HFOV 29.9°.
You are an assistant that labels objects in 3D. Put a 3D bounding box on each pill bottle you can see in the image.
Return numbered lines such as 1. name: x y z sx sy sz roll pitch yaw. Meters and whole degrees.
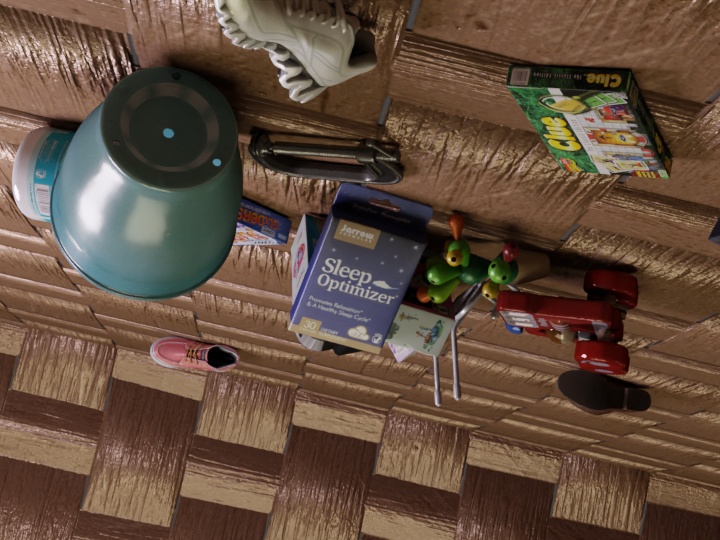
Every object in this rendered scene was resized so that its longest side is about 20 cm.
1. pill bottle: -0.296 -0.101 1.575 0.197 0.112 0.111 10 168 15

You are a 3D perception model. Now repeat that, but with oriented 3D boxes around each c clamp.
1. c clamp: -0.039 -0.123 1.432 0.198 0.027 0.170 5 171 27

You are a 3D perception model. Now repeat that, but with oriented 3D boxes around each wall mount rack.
1. wall mount rack: 0.142 0.092 1.850 0.074 0.174 0.200 37 167 -1

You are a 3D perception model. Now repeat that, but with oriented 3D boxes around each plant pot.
1. plant pot: -0.204 -0.100 1.343 0.197 0.202 0.188 15 152 -10

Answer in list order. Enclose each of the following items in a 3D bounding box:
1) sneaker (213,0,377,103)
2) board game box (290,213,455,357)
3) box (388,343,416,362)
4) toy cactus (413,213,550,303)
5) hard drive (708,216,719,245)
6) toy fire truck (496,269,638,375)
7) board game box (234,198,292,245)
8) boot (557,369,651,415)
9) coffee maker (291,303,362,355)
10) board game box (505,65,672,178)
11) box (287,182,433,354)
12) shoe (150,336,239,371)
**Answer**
1. sneaker: -0.050 -0.196 1.026 0.080 0.076 0.200 -8 163 21
2. board game box: 0.013 0.017 1.710 0.197 0.065 0.148 15 -148 -14
3. box: 0.079 0.088 1.885 0.041 0.039 0.200 -26 173 -14
4. toy cactus: 0.150 -0.011 1.632 0.163 0.104 0.200 -3 172 -24
5. hard drive: 0.455 -0.026 1.308 0.198 0.043 0.135 17 167 -18
6. toy fire truck: 0.261 0.061 1.701 0.166 0.114 0.200 8 171 14
7. board game box: -0.205 -0.070 1.803 0.135 0.035 0.199 23 164 -40
8. boot: 0.412 0.227 2.466 0.184 0.065 0.200 18 172 -11
9. coffee maker: 0.002 0.052 1.908 0.189 0.137 0.200 13 168 -4
10. board game box: 0.202 -0.126 1.169 0.104 0.024 0.200 9 167 26
11. box: 0.000 0.000 1.595 0.120 0.202 0.033 15 -152 -13
12. shoe: -0.376 0.190 3.078 0.197 0.073 0.091 11 168 -19
